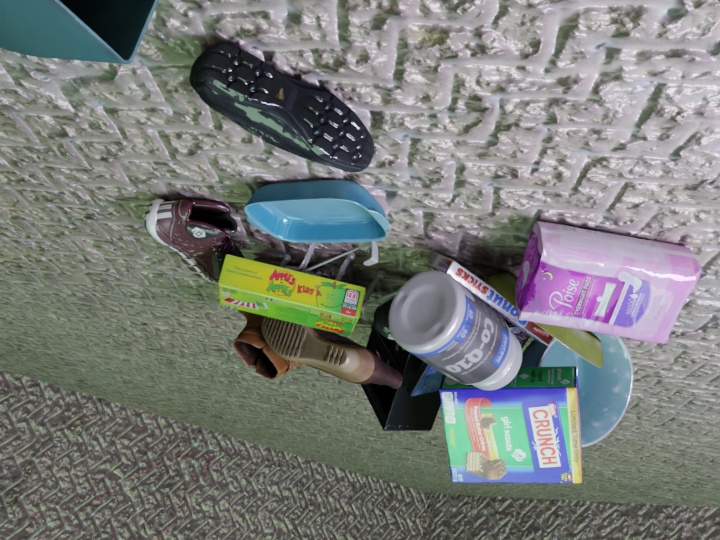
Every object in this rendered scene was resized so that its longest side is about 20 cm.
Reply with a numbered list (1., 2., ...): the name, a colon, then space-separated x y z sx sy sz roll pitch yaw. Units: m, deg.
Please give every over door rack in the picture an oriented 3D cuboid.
1. over door rack: 0.000 0.000 1.186 0.200 0.067 0.148 -10 151 45

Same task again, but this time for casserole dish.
1. casserole dish: -0.054 -0.077 1.056 0.199 0.039 0.121 0 157 28

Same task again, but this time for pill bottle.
1. pill bottle: 0.136 0.089 1.127 0.113 0.114 0.200 -5 153 37

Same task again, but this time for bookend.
1. bookend: 0.074 0.134 1.409 0.092 0.199 0.201 5 119 -23

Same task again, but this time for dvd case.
1. dvd case: 0.179 0.132 1.298 0.199 0.018 0.143 -6 137 -33

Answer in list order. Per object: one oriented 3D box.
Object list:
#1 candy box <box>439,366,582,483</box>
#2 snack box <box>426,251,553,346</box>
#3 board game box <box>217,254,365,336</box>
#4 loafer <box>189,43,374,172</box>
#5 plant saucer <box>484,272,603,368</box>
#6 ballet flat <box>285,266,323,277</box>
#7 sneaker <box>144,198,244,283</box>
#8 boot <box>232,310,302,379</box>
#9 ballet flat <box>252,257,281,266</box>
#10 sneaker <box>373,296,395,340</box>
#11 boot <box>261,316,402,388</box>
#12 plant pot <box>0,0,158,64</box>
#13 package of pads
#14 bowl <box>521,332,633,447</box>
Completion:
1. candy box: 0.230 0.233 1.240 0.199 0.077 0.170 -4 112 14
2. snack box: 0.186 0.040 1.163 0.200 0.024 0.072 34 179 -21
3. board game box: -0.100 0.038 1.179 0.199 0.048 0.102 14 160 -3
4. loafer: -0.076 -0.157 0.823 0.200 0.068 0.070 27 163 -24
5. plant saucer: 0.260 0.060 1.139 0.200 0.031 0.200 36 -171 -6
6. ballet flat: -0.076 0.039 1.286 0.069 0.070 0.200 -10 163 44
7. sneaker: -0.204 -0.041 1.179 0.115 0.076 0.200 -7 153 33
8. boot: -0.171 0.096 1.352 0.200 0.155 0.077 38 121 10
9. ballet flat: -0.107 0.029 1.349 0.063 0.069 0.200 29 173 43
10. sneaker: 0.125 0.051 1.238 0.199 0.075 0.116 -4 158 -26
11. boot: -0.046 0.131 1.294 0.200 0.073 0.166 23 175 35
12. plant pot: -0.255 -0.244 0.592 0.199 0.142 0.141 7 160 32
13. package of pads: 0.298 0.015 1.010 0.199 0.076 0.121 10 125 1
14. bowl: 0.335 0.177 1.348 0.200 0.201 0.105 21 178 -24
